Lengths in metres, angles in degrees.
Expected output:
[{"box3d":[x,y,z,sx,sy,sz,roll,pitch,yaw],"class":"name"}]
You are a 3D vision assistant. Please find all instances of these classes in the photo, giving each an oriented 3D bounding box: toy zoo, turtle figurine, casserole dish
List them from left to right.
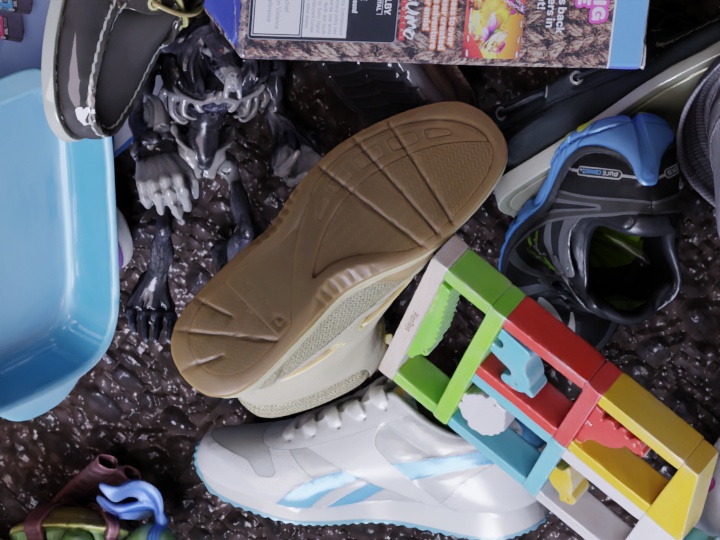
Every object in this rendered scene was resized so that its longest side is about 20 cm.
[{"box3d":[-0.184,-0.016,1.491,0.039,0.121,0.200,25,128,38],"class":"casserole dish"},{"box3d":[-0.196,0.211,1.663,0.193,0.144,0.200,4,110,26],"class":"turtle figurine"},{"box3d":[0.104,0.079,1.445,0.200,0.020,0.131,39,151,9],"class":"toy zoo"}]

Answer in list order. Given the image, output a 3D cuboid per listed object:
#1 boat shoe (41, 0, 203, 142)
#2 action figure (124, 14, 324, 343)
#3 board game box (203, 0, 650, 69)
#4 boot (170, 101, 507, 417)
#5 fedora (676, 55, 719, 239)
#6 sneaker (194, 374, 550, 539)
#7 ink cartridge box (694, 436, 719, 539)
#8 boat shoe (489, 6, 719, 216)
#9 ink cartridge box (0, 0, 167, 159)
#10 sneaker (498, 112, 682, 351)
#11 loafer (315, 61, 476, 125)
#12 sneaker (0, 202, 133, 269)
[{"box3d":[-0.105,-0.158,1.440,0.060,0.072,0.202,12,80,23],"class":"boat shoe"},{"box3d":[-0.073,-0.060,1.506,0.119,0.102,0.200,-6,123,-21],"class":"action figure"},{"box3d":[0.035,-0.185,1.346,0.199,0.097,0.160,1,108,-14],"class":"board game box"},{"box3d":[0.000,0.000,1.485,0.200,0.155,0.073,-43,75,1],"class":"boot"},{"box3d":[0.246,-0.042,1.343,0.199,0.090,0.177,-2,142,14],"class":"fedora"},{"box3d":[0.006,0.094,1.566,0.199,0.077,0.081,2,109,14],"class":"sneaker"},{"box3d":[0.213,0.176,1.456,0.087,0.145,0.200,11,127,-26],"class":"ink cartridge box"},{"box3d":[0.142,-0.098,1.422,0.199,0.074,0.066,-34,61,37],"class":"boat shoe"},{"box3d":[-0.208,-0.149,1.549,0.200,0.076,0.137,12,116,21],"class":"ink cartridge box"},{"box3d":[0.116,-0.002,1.430,0.071,0.083,0.200,-4,153,-11],"class":"sneaker"},{"box3d":[0.005,-0.146,1.450,0.073,0.071,0.200,5,139,50],"class":"loafer"},{"box3d":[-0.207,-0.028,1.546,0.081,0.200,0.084,8,77,40],"class":"sneaker"}]
